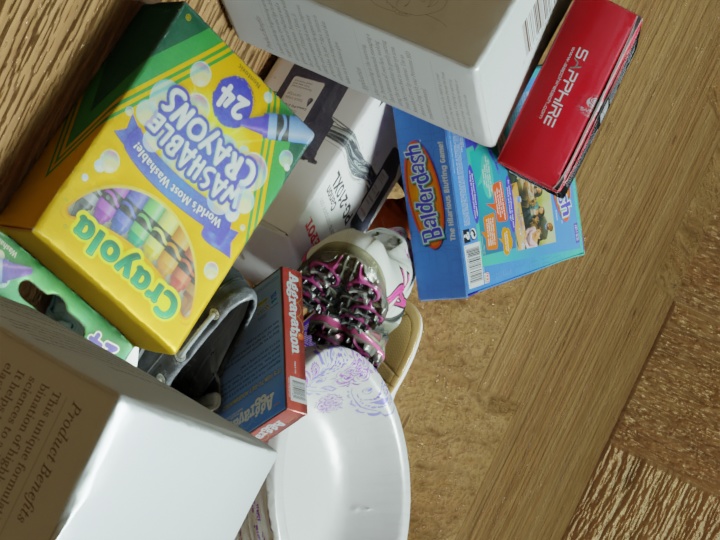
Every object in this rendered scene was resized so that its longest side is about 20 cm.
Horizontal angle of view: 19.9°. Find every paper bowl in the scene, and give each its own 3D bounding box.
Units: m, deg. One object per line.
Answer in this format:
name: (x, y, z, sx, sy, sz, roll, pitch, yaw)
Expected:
paper bowl: (-0.052, 0.156, 1.451, 0.200, 0.103, 0.203, 21, 66, -59)

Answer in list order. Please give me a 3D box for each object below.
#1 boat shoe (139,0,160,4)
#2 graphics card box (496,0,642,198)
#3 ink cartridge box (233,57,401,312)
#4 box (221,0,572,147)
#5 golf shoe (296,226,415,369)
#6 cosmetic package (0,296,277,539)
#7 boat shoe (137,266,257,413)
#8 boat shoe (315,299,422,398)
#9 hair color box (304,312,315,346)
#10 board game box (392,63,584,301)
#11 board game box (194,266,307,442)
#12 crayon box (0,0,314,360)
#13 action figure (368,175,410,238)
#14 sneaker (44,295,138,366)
boat shoe: (-0.087, -0.218, 1.161, 0.203, 0.074, 0.075, -54, 160, -30)
graphics card box: (0.143, -0.115, 1.388, 0.126, 0.051, 0.200, -65, 173, 4)
ink cartridge box: (-0.026, -0.091, 1.490, 0.201, 0.084, 0.145, -59, 161, -17)
box: (0.028, -0.198, 1.310, 0.153, 0.199, 0.107, -59, 160, -16)
golf shoe: (0.000, 0.000, 1.444, 0.200, 0.072, 0.093, 90, 25, -74)
cosmetic package: (-0.189, 0.113, 1.073, 0.168, 0.199, 0.166, -63, 151, -1)
boat shoe: (-0.122, 0.077, 1.326, 0.071, 0.068, 0.201, -12, 138, -54)
boat shoe: (-0.011, 0.099, 1.588, 0.201, 0.071, 0.069, -56, 162, 18)
hair color box: (-0.051, 0.112, 1.729, 0.200, 0.064, 0.110, -39, 150, -50)
board game box: (0.098, -0.070, 1.516, 0.199, 0.045, 0.154, -16, 100, -57)
board game box: (-0.101, 0.086, 1.363, 0.200, 0.019, 0.104, -35, -133, 43)
crayon box: (-0.127, -0.042, 1.218, 0.126, 0.051, 0.201, 43, 69, -32)
action figure: (0.046, -0.056, 1.633, 0.193, 0.105, 0.200, -42, -158, 13)
sneaker: (-0.188, 0.066, 1.267, 0.081, 0.074, 0.202, 2, 96, -30)
